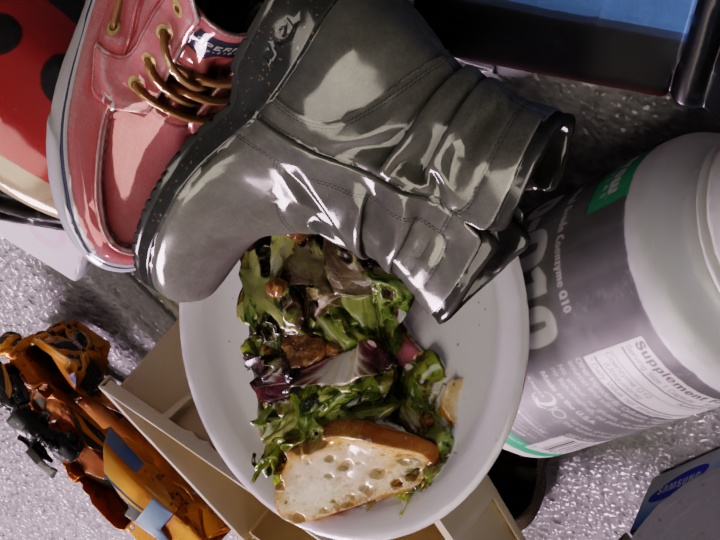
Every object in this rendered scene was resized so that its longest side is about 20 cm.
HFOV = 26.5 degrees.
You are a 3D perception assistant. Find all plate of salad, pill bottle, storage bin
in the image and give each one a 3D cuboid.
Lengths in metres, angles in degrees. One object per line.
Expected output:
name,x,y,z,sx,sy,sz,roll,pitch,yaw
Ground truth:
plate of salad,-0.015,0.025,0.698,0.198,0.048,0.203,2,94,36
pill bottle,0.131,0.008,0.670,0.113,0.114,0.199,43,142,-15
storage bin,-0.011,0.121,0.850,0.198,0.094,0.201,29,160,36

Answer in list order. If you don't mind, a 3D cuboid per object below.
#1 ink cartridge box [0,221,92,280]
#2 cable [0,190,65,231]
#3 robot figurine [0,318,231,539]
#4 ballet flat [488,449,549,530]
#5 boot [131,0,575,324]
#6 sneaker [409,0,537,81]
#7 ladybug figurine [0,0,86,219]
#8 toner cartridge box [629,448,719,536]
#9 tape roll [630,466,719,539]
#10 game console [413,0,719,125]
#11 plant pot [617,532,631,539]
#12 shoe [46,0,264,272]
ink cartridge box,-0.223,-0.098,0.867,0.199,0.057,0.163,27,145,-1
cable,-0.155,-0.044,0.811,0.198,0.051,0.097,8,163,-17
robot figurine,-0.161,0.107,1.006,0.200,0.145,0.058,44,102,1
ballet flat,0.083,0.106,0.877,0.067,0.047,0.201,27,144,8
boot,-0.009,-0.021,0.613,0.131,0.068,0.200,42,132,7
sneaker,0.032,-0.094,0.648,0.199,0.082,0.075,-7,129,42
ladybug figurine,-0.148,-0.103,0.732,0.200,0.136,0.072,40,136,-8
toner cartridge box,0.238,0.123,0.783,0.095,0.043,0.200,41,143,-9
tape roll,0.200,0.184,0.675,0.199,0.201,0.066,23,143,11
game console,0.112,-0.118,0.498,0.173,0.117,0.201,-119,27,-42
plant pot,0.123,0.280,0.837,0.188,0.199,0.187,54,-178,-2
shoe,-0.079,-0.091,0.650,0.071,0.202,0.091,7,-170,-31
